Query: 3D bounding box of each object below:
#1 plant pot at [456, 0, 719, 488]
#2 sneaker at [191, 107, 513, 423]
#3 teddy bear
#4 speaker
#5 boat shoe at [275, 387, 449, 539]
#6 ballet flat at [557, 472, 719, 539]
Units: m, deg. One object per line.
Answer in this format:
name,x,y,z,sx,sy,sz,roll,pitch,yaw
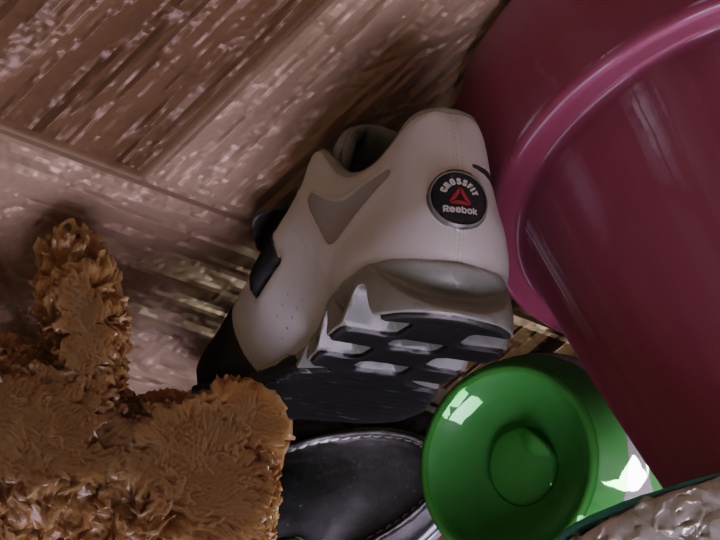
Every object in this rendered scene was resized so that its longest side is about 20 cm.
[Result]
plant pot,0.147,-0.001,0.986,0.200,0.179,0.200,-11,144,-8
sneaker,0.000,0.000,1.027,0.074,0.089,0.200,10,162,-23
teddy bear,-0.126,0.056,1.005,0.199,0.145,0.067,-1,167,-15
speaker,0.103,0.081,1.121,0.088,0.089,0.200,-35,155,23
boat shoe,-0.048,0.100,1.114,0.200,0.072,0.071,-22,180,9
ballet flat,0.156,0.086,0.898,0.200,0.072,0.072,-15,144,0
